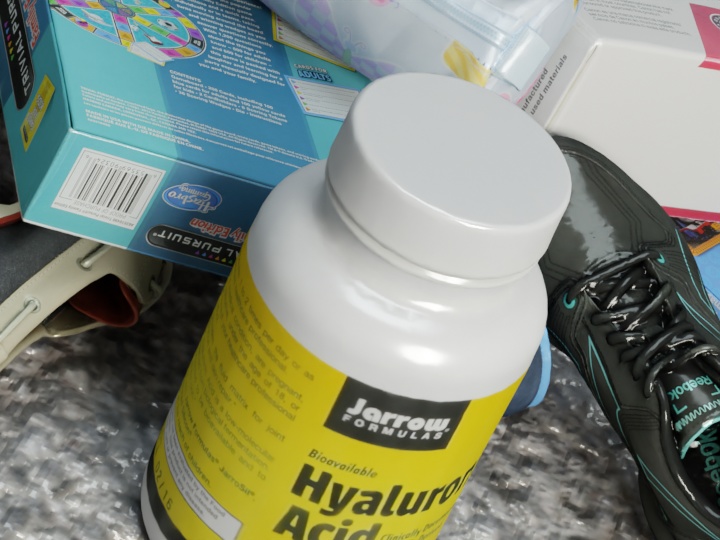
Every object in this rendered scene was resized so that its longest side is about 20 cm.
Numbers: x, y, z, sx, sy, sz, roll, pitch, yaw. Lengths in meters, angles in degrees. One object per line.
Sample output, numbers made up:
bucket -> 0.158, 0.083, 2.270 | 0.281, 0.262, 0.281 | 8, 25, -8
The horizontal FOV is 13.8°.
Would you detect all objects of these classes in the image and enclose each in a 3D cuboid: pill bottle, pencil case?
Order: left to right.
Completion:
pencil case -> -0.008, -0.135, 1.167 | 0.200, 0.091, 0.083 | 39, 74, 7
pill bottle -> 0.000, 0.029, 1.068 | 0.111, 0.200, 0.111 | 15, 38, -12

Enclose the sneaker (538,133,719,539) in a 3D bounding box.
sneaker -> 0.121, 0.031, 1.172 | 0.075, 0.079, 0.200 | -31, 87, -9

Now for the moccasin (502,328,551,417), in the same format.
moccasin -> 0.000, 0.000, 1.220 | 0.068, 0.081, 0.200 | -12, 36, -33

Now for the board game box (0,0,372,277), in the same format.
board game box -> -0.067, -0.078, 1.168 | 0.151, 0.047, 0.200 | 16, 33, -26

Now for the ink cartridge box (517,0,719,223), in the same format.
ink cartridge box -> 0.077, -0.116, 1.302 | 0.145, 0.084, 0.200 | 5, 34, -43

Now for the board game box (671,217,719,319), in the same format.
board game box -> 0.164, -0.030, 1.366 | 0.151, 0.037, 0.200 | -20, 57, -43

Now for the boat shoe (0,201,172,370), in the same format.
boat shoe -> -0.111, -0.001, 1.148 | 0.063, 0.071, 0.200 | 49, 38, 12
